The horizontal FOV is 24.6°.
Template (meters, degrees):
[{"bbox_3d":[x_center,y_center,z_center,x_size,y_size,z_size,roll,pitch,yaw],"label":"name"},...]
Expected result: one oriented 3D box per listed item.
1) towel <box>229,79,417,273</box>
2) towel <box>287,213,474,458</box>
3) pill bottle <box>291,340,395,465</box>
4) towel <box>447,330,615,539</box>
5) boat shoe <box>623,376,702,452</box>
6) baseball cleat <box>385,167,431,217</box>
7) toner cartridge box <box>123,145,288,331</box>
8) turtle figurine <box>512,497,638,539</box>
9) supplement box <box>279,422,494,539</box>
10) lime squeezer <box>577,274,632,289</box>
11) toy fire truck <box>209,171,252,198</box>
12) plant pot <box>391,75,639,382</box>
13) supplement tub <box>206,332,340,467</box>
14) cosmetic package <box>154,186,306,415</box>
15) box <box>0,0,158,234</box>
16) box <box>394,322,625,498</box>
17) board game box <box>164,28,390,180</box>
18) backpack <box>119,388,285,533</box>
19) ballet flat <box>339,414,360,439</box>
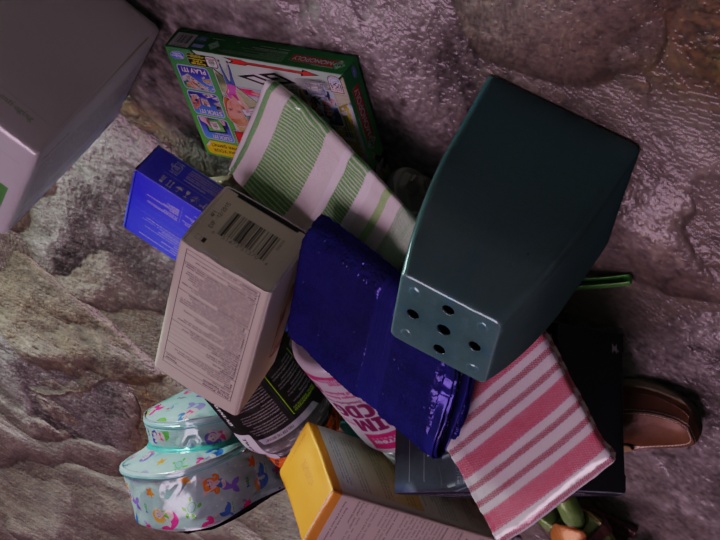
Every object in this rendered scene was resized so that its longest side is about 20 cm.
[{"bbox_3d":[-0.034,-0.065,1.490,0.200,0.023,0.153,47,145,12],"label":"towel"},{"bbox_3d":[0.022,0.055,1.463,0.200,0.049,0.149,38,134,29],"label":"towel"},{"bbox_3d":[0.025,0.112,1.666,0.113,0.114,0.200,4,145,39],"label":"pill bottle"},{"bbox_3d":[0.130,0.118,1.446,0.146,0.030,0.201,-42,64,34],"label":"towel"},{"bbox_3d":[0.228,0.149,1.575,0.199,0.074,0.076,3,136,40],"label":"boat shoe"},{"bbox_3d":[0.059,-0.010,1.533,0.106,0.070,0.201,-5,129,44],"label":"baseball cleat"},{"bbox_3d":[-0.135,-0.031,1.616,0.199,0.043,0.095,33,143,7],"label":"toner cartridge box"},{"bbox_3d":[0.187,0.284,1.694,0.195,0.199,0.144,62,-179,-3],"label":"turtle figurine"},{"bbox_3d":[0.026,0.246,1.720,0.198,0.126,0.074,20,111,-24],"label":"supplement box"},{"bbox_3d":[0.139,-0.002,1.476,0.198,0.038,0.071,15,132,-2],"label":"lime squeezer"},{"bbox_3d":[-0.111,-0.052,1.652,0.141,0.049,0.199,49,144,-17],"label":"toy fire truck"},{"bbox_3d":[0.113,-0.022,1.348,0.140,0.201,0.142,27,146,12],"label":"plant pot"},{"bbox_3d":[-0.113,0.113,1.793,0.122,0.123,0.201,-7,127,46],"label":"supplement tub"},{"bbox_3d":[-0.122,0.031,1.562,0.103,0.087,0.201,30,140,7],"label":"cosmetic package"},{"bbox_3d":[-0.336,-0.188,1.544,0.198,0.200,0.171,38,145,-3],"label":"box"},{"bbox_3d":[0.137,0.135,1.535,0.199,0.150,0.107,-8,167,41],"label":"box"},{"bbox_3d":[-0.076,-0.149,1.516,0.198,0.029,0.135,13,140,31],"label":"board game box"},{"bbox_3d":[-0.177,0.219,1.917,0.176,0.199,0.152,-1,113,44],"label":"backpack"},{"bbox_3d":[0.043,0.201,1.817,0.070,0.071,0.201,2,138,40],"label":"ballet flat"}]
